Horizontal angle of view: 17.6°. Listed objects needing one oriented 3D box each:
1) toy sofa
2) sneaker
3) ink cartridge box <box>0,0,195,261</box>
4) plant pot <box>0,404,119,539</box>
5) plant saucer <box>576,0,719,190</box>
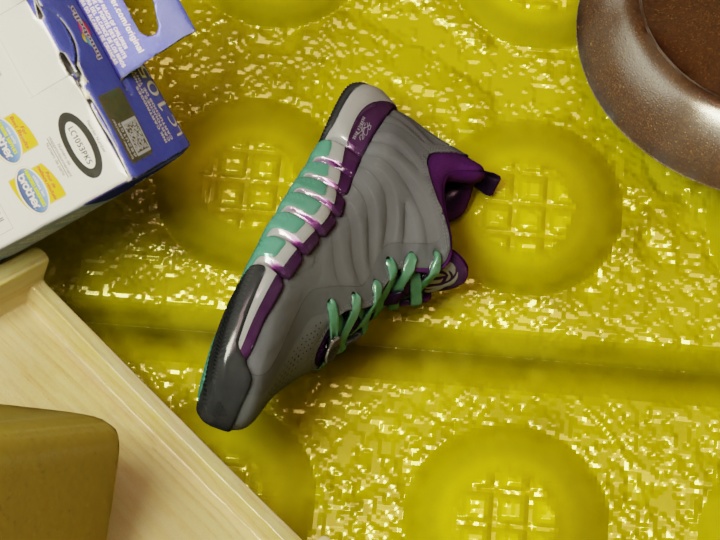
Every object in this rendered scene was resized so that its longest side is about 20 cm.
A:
[{"bbox_3d":[-0.114,0.096,0.981,0.200,0.098,0.083,43,48,17],"label":"toy sofa"},{"bbox_3d":[0.000,0.000,1.002,0.087,0.074,0.200,26,50,1],"label":"sneaker"},{"bbox_3d":[-0.168,-0.072,0.979,0.200,0.076,0.137,-27,95,21],"label":"ink cartridge box"},{"bbox_3d":[-0.224,0.137,0.841,0.194,0.200,0.196,6,87,16],"label":"plant pot"},{"bbox_3d":[0.201,-0.121,1.080,0.200,0.032,0.201,-2,57,3],"label":"plant saucer"}]
